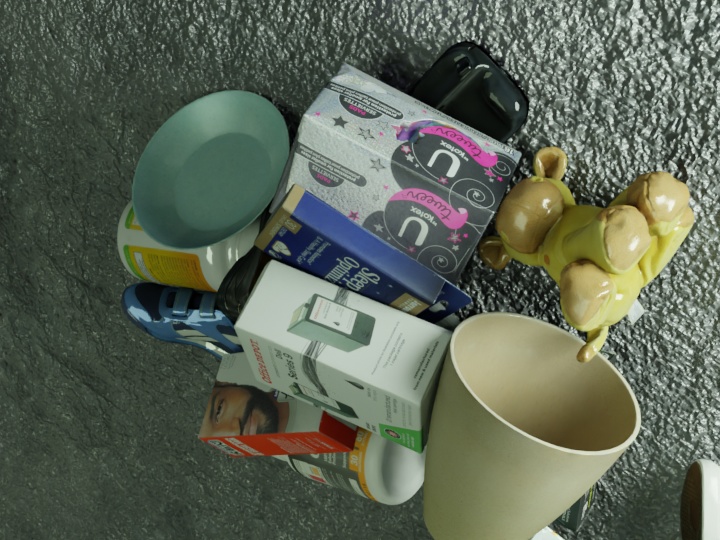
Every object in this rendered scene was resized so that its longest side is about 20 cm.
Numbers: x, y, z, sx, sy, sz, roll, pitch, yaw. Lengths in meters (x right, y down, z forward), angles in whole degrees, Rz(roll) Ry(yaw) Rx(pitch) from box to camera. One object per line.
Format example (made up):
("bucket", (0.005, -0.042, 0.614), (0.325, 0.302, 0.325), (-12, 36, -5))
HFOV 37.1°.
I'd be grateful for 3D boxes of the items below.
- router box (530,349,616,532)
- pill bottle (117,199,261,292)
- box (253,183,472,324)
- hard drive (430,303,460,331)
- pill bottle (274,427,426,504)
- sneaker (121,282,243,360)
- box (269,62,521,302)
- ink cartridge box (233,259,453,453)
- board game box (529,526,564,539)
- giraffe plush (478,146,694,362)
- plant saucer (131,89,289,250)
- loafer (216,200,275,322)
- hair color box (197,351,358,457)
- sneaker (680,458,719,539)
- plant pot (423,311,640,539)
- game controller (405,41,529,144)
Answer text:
("router box", (0.183, 0.163, 1.148), (0.149, 0.062, 0.202), (16, 121, 26))
("pill bottle", (-0.178, -0.033, 1.261), (0.198, 0.111, 0.112), (8, 118, 31))
("box", (0.000, 0.000, 1.024), (0.199, 0.033, 0.121), (31, 157, -8))
("hard drive", (0.020, 0.050, 1.225), (0.200, 0.026, 0.132), (42, 130, 9))
("pill bottle", (-0.021, 0.196, 1.266), (0.199, 0.116, 0.117), (9, 119, 40))
("sneaker", (-0.191, 0.051, 1.310), (0.198, 0.074, 0.083), (19, 132, -11))
("box", (0.033, -0.085, 1.041), (0.199, 0.115, 0.133), (27, 132, 2))
("ink cartridge box", (-0.014, 0.087, 1.070), (0.199, 0.084, 0.146), (22, 156, 15))
("board game box", (0.171, 0.325, 1.137), (0.103, 0.105, 0.200), (38, 171, -4))
("giraffe plush", (0.195, -0.034, 1.000), (0.162, 0.173, 0.200), (39, 164, 24))
("plant saucer", (-0.161, -0.106, 1.198), (0.199, 0.203, 0.039), (11, 161, 30))
("loafer", (-0.077, -0.029, 1.153), (0.073, 0.201, 0.072), (32, 169, -25))
("hair color box", (-0.086, 0.147, 1.218), (0.199, 0.112, 0.064), (-12, 143, 42))
("sneaker", (0.375, 0.282, 1.090), (0.084, 0.073, 0.202), (-7, 104, 1))
("plant pot", (0.136, 0.175, 1.023), (0.187, 0.187, 0.201), (33, 124, 16))
("game controller", (0.079, -0.137, 1.085), (0.104, 0.042, 0.200), (40, 132, -8))
